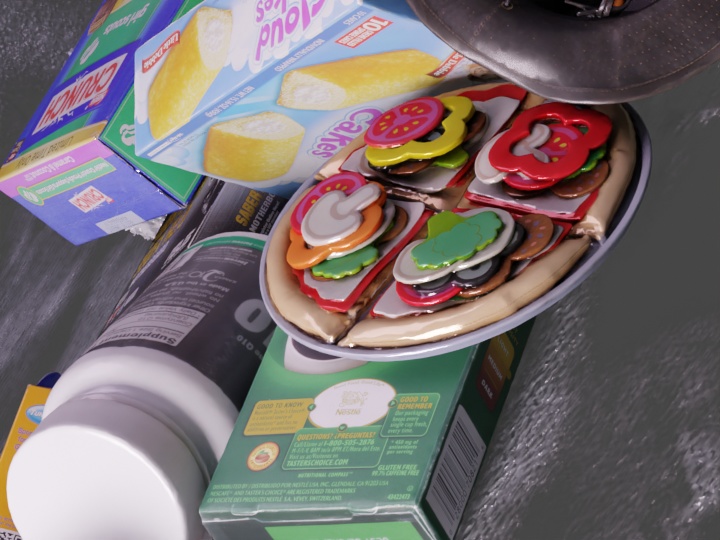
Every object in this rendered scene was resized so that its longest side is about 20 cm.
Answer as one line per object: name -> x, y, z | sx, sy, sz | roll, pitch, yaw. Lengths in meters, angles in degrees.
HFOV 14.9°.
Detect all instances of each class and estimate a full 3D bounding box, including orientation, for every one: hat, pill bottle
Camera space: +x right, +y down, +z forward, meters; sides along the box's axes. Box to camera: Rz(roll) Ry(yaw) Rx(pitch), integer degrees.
hat -> 0.114, -0.160, 1.338 | 0.201, 0.201, 0.081 | -59, -19, -9
pill bottle -> -0.088, 0.070, 1.362 | 0.113, 0.113, 0.200 | -47, 2, 35

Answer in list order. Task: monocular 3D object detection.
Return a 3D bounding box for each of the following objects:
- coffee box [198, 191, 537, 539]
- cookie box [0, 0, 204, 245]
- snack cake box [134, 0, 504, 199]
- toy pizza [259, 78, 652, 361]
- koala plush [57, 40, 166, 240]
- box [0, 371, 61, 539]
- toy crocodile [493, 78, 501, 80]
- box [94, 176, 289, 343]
coffee box -> 0.014, 0.046, 1.300 | 0.123, 0.044, 0.200 | -5, 46, 31
cookie box -> -0.120, -0.124, 1.676 | 0.171, 0.075, 0.200 | -15, 43, 60
snack cake box -> -0.016, -0.111, 1.418 | 0.200, 0.115, 0.067 | -30, 53, 46
toy pizza -> 0.041, -0.034, 1.304 | 0.200, 0.032, 0.200 | -18, 36, 13
koala plush -> -0.114, -0.088, 1.842 | 0.177, 0.184, 0.200 | -57, 14, 2
box -> -0.180, 0.157, 1.501 | 0.119, 0.041, 0.200 | 85, -158, -59
toy crocodile -> 0.047, -0.070, 1.485 | 0.200, 0.067, 0.062 | -33, 25, 53
box -> -0.076, -0.034, 1.608 | 0.158, 0.048, 0.200 | -63, 10, -24
